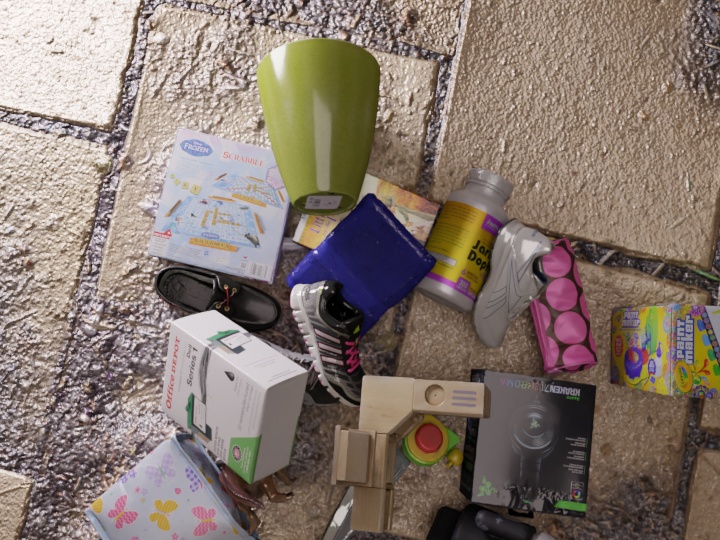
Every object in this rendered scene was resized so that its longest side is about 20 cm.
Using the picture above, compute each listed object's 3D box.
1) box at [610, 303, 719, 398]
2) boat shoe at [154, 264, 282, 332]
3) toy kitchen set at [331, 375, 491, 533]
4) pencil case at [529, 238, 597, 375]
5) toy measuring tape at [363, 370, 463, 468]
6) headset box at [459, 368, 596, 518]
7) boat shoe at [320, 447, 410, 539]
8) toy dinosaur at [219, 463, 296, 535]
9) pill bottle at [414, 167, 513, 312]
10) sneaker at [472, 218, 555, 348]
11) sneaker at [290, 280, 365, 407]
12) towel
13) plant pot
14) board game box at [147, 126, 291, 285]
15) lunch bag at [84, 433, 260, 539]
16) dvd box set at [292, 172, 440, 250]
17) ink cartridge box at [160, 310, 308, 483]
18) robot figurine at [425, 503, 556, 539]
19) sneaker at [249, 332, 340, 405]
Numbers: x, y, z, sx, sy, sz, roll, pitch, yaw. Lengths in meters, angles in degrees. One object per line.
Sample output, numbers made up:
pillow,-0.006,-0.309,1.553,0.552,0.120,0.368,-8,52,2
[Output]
box,0.491,0.115,1.005,0.188,0.200,0.125,3,85,-1
boat shoe,-0.215,0.045,1.055,0.198,0.063,0.075,17,82,-2
toy kitchen set,0.071,0.244,0.920,0.177,0.163,0.204,0,73,18
pencil case,0.295,0.058,1.060,0.092,0.090,0.204,-10,82,-38
toy measuring tape,0.066,0.235,1.046,0.198,0.074,0.074,35,85,8
headset box,0.244,0.259,1.034,0.170,0.093,0.204,9,83,-1
boat shoe,0.006,0.352,1.030,0.071,0.070,0.203,32,81,7
toy dinosaur,-0.163,0.277,0.984,0.085,0.200,0.136,-36,99,8
pill bottle,0.159,-0.048,1.054,0.103,0.104,0.203,24,85,0
sneaker,0.222,0.030,1.018,0.086,0.074,0.204,24,119,27
sneaker,-0.026,0.101,1.006,0.086,0.074,0.203,-23,94,31
towel,0.000,0.000,1.037,0.148,0.050,0.200,46,113,-1
plant pot,-0.056,-0.189,1.001,0.183,0.187,0.204,-2,75,-2
board game box,-0.207,-0.098,1.076,0.196,0.041,0.204,13,85,-1
lunch bag,-0.258,0.365,0.994,0.169,0.127,0.201,-41,76,-5
dvd box set,0.010,-0.074,1.088,0.197,0.029,0.149,24,85,0
ink cartridge box,-0.176,0.164,0.945,0.198,0.084,0.149,26,113,32
robot figurine,0.194,0.410,0.992,0.197,0.150,0.127,14,80,24
sneaker,-0.106,0.151,1.021,0.196,0.116,0.076,20,84,0
